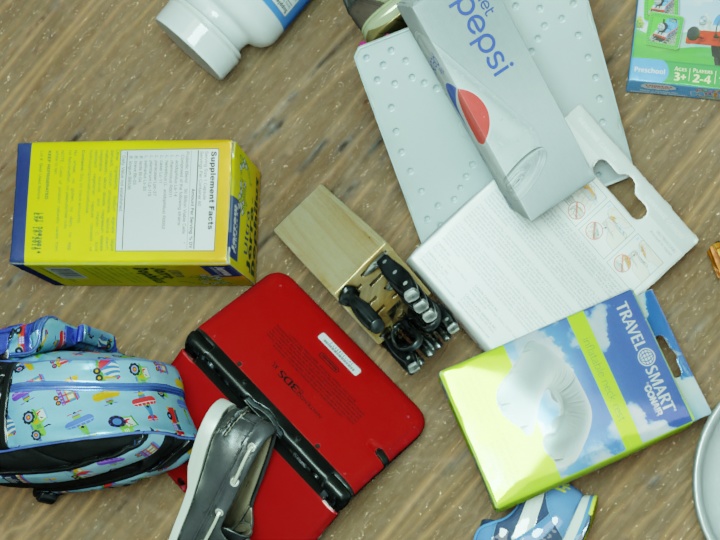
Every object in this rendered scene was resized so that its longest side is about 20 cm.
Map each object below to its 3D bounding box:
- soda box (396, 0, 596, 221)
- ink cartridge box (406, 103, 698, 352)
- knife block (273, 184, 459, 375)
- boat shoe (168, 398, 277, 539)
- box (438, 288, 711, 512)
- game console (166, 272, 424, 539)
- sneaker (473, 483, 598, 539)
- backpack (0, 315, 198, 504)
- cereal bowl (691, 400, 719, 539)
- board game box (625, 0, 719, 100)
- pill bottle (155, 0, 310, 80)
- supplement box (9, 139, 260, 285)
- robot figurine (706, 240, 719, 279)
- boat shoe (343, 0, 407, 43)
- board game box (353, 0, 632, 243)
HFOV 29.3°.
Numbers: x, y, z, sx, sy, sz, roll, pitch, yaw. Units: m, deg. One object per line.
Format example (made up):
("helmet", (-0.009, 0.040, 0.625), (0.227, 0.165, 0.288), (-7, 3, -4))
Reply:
("soda box", (0.109, -0.144, 1.107), (0.068, 0.063, 0.201), (-31, 106, -3))
("ink cartridge box", (0.163, -0.016, 1.185), (0.200, 0.050, 0.161), (-42, 90, -5))
("knife block", (0.000, 0.000, 1.154), (0.064, 0.176, 0.200), (-42, 77, -2))
("boat shoe", (-0.117, 0.208, 1.160), (0.060, 0.074, 0.203), (20, 105, 17))
("box", (0.177, 0.102, 1.127), (0.198, 0.048, 0.123), (-24, 77, -2))
("game console", (-0.074, 0.136, 1.221), (0.200, 0.119, 0.172), (44, 57, 12))
("sneaker", (0.120, 0.257, 1.146), (0.082, 0.074, 0.201), (31, 78, 14))
("backpack", (-0.237, 0.114, 1.151), (0.197, 0.182, 0.136), (-11, 73, 21))
("cereal bowl", (0.365, 0.174, 1.118), (0.197, 0.083, 0.203), (-1, 79, 7))
("board game box", (0.323, -0.253, 1.226), (0.149, 0.037, 0.203), (7, 80, 10))
("pill bottle", (-0.092, -0.276, 1.251), (0.112, 0.112, 0.200), (40, 88, 13))
("supplement box", (-0.196, -0.049, 1.225), (0.197, 0.110, 0.111), (1, 80, 9))
("robot figurine", (0.403, -0.006, 1.157), (0.198, 0.058, 0.147), (-20, 79, 5))
("boat shoe", (0.069, -0.276, 1.182), (0.199, 0.073, 0.065), (-40, 82, -1))
("board game box", (0.116, -0.137, 1.180), (0.198, 0.026, 0.202), (-20, 118, 4))
